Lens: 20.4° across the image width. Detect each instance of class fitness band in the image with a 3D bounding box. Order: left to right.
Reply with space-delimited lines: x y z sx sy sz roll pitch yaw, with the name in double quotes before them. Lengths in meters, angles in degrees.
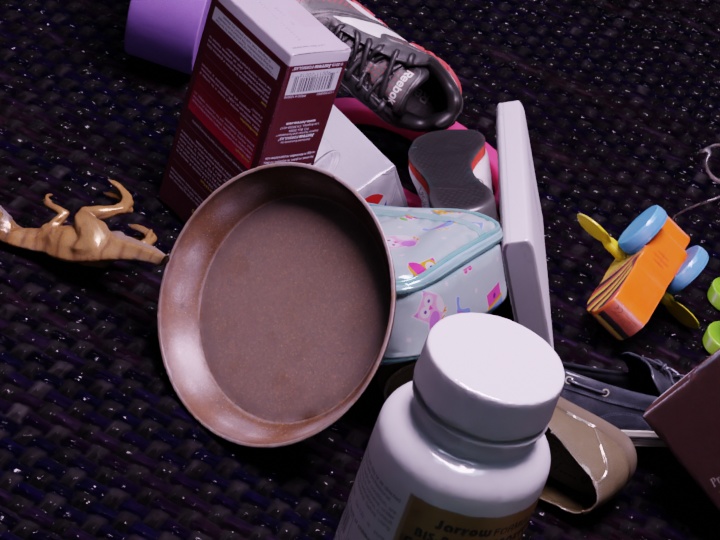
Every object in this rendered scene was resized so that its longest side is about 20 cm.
"fitness band" 0.045 -0.094 1.742 0.200 0.037 0.144 36 37 25

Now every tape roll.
"tape roll" -0.146 -0.276 1.761 0.066 0.200 0.200 17 33 -1

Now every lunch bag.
"lunch bag" 0.000 0.000 1.488 0.200 0.077 0.160 9 28 35

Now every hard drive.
"hard drive" 0.131 -0.028 1.603 0.026 0.132 0.200 -8 35 8

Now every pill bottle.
"pill bottle" 0.057 0.131 1.272 0.114 0.200 0.114 13 34 -9

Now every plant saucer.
"plant saucer" -0.054 0.026 1.399 0.200 0.200 0.034 42 13 31

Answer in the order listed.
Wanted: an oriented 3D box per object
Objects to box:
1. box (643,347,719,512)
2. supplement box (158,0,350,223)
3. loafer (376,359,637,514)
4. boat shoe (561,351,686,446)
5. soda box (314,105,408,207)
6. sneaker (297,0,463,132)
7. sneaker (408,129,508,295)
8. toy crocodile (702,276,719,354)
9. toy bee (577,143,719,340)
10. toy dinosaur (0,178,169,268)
"box" 0.349 0.111 1.428 0.200 0.166 0.164 52 41 8
"supplement box" -0.085 -0.112 1.553 0.061 0.200 0.109 -11 43 -39
"loafer" 0.103 0.112 1.437 0.200 0.076 0.067 22 27 5
"boat shoe" 0.219 0.096 1.517 0.200 0.062 0.075 2 12 -23
"soda box" -0.047 -0.106 1.669 0.068 0.063 0.200 -34 54 -11
"sneaker" 0.008 -0.177 1.695 0.200 0.071 0.098 30 10 -19
"sneaker" 0.079 -0.037 1.625 0.067 0.108 0.201 -7 24 0
"toy crocodile" 0.330 0.027 1.681 0.062 0.068 0.200 21 33 1
"toy bee" 0.246 -0.006 1.680 0.200 0.109 0.131 -26 84 -32
"toy dinosaur" -0.191 -0.019 1.492 0.200 0.060 0.106 8 27 29
